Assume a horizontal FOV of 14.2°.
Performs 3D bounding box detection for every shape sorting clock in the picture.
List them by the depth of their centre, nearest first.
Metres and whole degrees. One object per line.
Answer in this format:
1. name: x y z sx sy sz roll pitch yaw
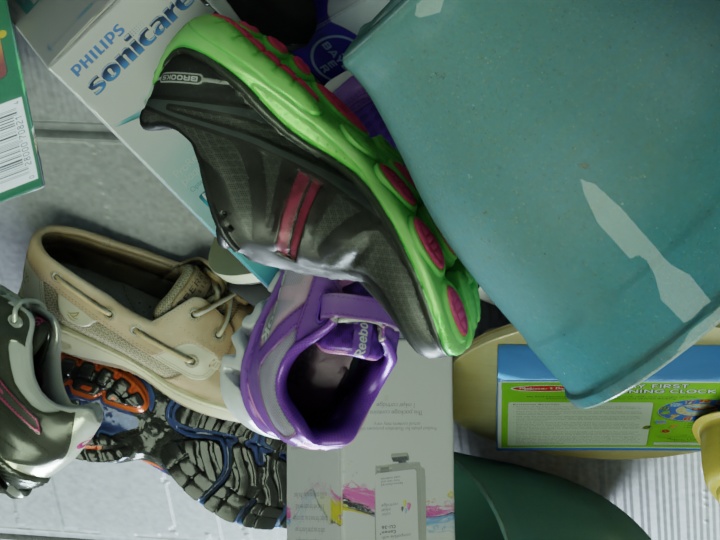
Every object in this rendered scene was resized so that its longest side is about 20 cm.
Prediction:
1. shape sorting clock: 0.142 0.061 1.567 0.200 0.039 0.200 1 159 0

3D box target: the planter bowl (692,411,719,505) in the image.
1. planter bowl: 0.263 0.147 1.540 0.200 0.084 0.200 17 165 5

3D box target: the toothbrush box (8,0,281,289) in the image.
1. toothbrush box: -0.077 -0.082 1.465 0.085 0.146 0.200 -43 116 0

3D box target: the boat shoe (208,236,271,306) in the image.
1. boat shoe: 0.001 -0.002 1.546 0.063 0.074 0.201 42 156 -31

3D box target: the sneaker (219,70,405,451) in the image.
1. sneaker: -0.005 0.002 1.389 0.080 0.088 0.200 13 106 -18

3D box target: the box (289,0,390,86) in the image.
1. box: 0.100 -0.124 1.421 0.200 0.105 0.184 -29 120 33

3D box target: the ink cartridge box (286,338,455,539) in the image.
1. ink cartridge box: 0.005 0.138 1.562 0.067 0.200 0.116 1 176 -15

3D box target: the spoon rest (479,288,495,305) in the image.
1. spoon rest: 0.113 0.002 1.562 0.200 0.061 0.099 21 134 -4

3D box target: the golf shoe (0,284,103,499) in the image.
1. golf shoe: -0.215 0.029 1.629 0.088 0.077 0.200 -32 81 20

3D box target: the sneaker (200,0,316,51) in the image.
1. sneaker: -0.055 -0.204 1.362 0.088 0.076 0.200 -24 90 25

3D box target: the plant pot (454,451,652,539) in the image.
1. plant pot: 0.086 0.205 1.665 0.161 0.201 0.201 7 143 -38

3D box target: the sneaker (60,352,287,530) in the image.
1. sneaker: -0.102 0.088 1.690 0.200 0.078 0.075 23 104 -4

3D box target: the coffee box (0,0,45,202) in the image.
1. coffee box: -0.212 -0.143 1.474 0.044 0.123 0.200 -20 131 -14

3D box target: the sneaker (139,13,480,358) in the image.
1. sneaker: -0.022 -0.030 1.329 0.200 0.077 0.084 46 106 14

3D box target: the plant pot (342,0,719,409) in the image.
1. plant pot: 0.102 -0.076 1.273 0.188 0.200 0.200 46 128 -5

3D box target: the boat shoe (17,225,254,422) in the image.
1. boat shoe: -0.098 0.030 1.634 0.200 0.071 0.065 16 134 1
